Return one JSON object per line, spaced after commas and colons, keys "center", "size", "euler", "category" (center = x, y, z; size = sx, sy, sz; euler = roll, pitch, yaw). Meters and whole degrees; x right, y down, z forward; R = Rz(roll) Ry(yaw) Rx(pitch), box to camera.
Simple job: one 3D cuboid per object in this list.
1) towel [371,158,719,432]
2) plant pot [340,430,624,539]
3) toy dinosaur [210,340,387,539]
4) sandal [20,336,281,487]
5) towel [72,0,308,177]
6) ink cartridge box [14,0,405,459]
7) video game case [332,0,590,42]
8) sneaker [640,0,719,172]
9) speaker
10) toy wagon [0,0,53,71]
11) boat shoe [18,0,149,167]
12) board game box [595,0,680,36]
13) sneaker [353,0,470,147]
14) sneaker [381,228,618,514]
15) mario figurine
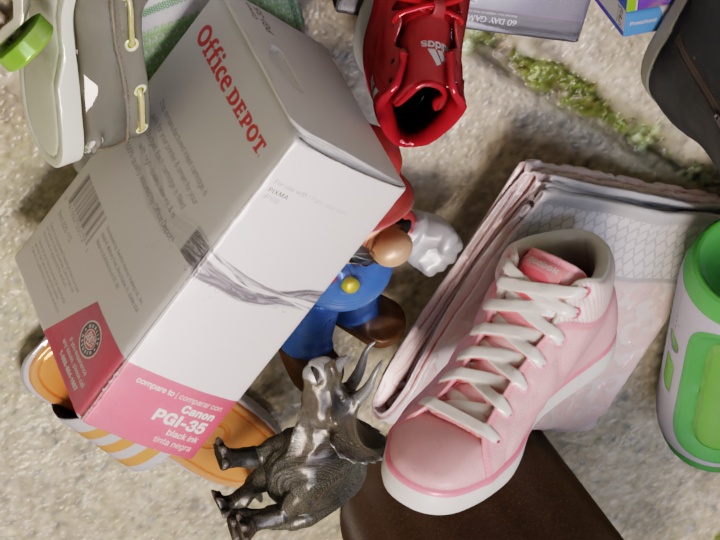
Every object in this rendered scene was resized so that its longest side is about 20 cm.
{"center": [0.121, 0.023, 1.692], "size": [0.200, 0.032, 0.191], "euler": [7, 124, -45], "category": "towel"}
{"center": [0.087, 0.203, 1.742], "size": [0.200, 0.198, 0.201], "euler": [-14, 132, -16], "category": "plant pot"}
{"center": [-0.033, 0.122, 1.624], "size": [0.102, 0.077, 0.200], "euler": [-15, 157, -10], "category": "toy dinosaur"}
{"center": [-0.110, 0.089, 1.647], "size": [0.079, 0.059, 0.207], "euler": [-45, 132, 14], "category": "sandal"}
{"center": [-0.105, -0.137, 1.478], "size": [0.149, 0.031, 0.200], "euler": [-23, 134, -8], "category": "towel"}
{"center": [-0.082, -0.024, 1.464], "size": [0.083, 0.147, 0.200], "euler": [24, 115, -36], "category": "ink cartridge box"}
{"center": [0.075, -0.218, 1.483], "size": [0.143, 0.019, 0.200], "euler": [6, 125, -13], "category": "video game case"}
{"center": [0.232, -0.149, 1.511], "size": [0.075, 0.106, 0.200], "euler": [4, 124, -28], "category": "sneaker"}
{"center": [0.234, 0.048, 1.731], "size": [0.088, 0.089, 0.200], "euler": [-18, 149, -11], "category": "speaker"}
{"center": [-0.222, -0.155, 1.356], "size": [0.200, 0.040, 0.155], "euler": [-38, 110, 20], "category": "toy wagon"}
{"center": [-0.137, -0.147, 1.399], "size": [0.060, 0.072, 0.202], "euler": [-15, 130, -25], "category": "boat shoe"}
{"center": [0.236, -0.215, 1.565], "size": [0.200, 0.045, 0.135], "euler": [-12, 132, -16], "category": "board game box"}
{"center": [0.044, -0.153, 1.442], "size": [0.078, 0.116, 0.200], "euler": [-2, 128, -8], "category": "sneaker"}
{"center": [0.081, 0.047, 1.569], "size": [0.200, 0.075, 0.105], "euler": [-41, 147, -38], "category": "sneaker"}
{"center": [0.000, 0.000, 1.565], "size": [0.106, 0.124, 0.200], "euler": [9, 146, 5], "category": "mario figurine"}
